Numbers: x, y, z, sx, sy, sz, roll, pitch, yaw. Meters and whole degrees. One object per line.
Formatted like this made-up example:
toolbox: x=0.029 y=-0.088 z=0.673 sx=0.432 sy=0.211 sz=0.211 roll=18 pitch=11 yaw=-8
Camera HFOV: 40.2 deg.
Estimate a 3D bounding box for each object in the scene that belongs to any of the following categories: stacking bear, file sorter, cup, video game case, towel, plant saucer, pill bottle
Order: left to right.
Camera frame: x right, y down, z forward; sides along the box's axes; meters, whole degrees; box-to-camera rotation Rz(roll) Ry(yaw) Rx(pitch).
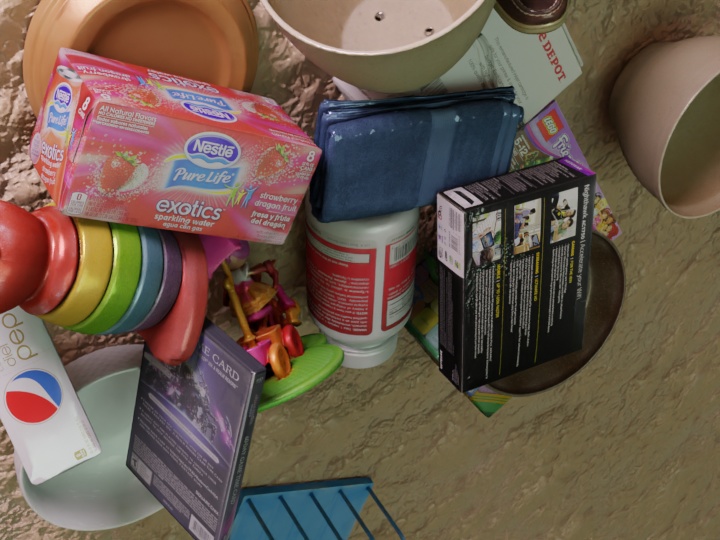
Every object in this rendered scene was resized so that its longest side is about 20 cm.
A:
stacking bear: x=-0.224 y=-0.002 z=0.756 sx=0.200 sy=0.121 sz=0.114 roll=13 pitch=100 yaw=-52
plant saucer: x=-0.171 y=-0.165 z=0.803 sx=0.199 sy=0.037 sz=0.201 roll=-19 pitch=133 yaw=-22
video game case: x=-0.149 y=0.132 z=0.857 sx=0.019 sy=0.143 sz=0.201 roll=-14 pitch=128 yaw=-45
file sorter: x=-0.062 y=0.357 z=1.227 sx=0.199 sy=0.123 sz=0.139 roll=4 pitch=120 yaw=-37
pill bottle: x=0.000 y=0.000 z=0.997 sx=0.112 sy=0.112 sz=0.201 roll=-19 pitch=134 yaw=-23
cup: x=0.022 y=-0.226 z=0.804 sx=0.200 sy=0.201 sz=0.143 roll=-37 pitch=159 yaw=-5
towel: x=0.048 y=-0.104 z=0.880 sx=0.199 sy=0.049 sz=0.112 roll=-11 pitch=131 yaw=-26
plant saucer: x=0.190 y=0.039 z=1.039 sx=0.199 sy=0.037 sz=0.201 roll=-13 pitch=122 yaw=-22

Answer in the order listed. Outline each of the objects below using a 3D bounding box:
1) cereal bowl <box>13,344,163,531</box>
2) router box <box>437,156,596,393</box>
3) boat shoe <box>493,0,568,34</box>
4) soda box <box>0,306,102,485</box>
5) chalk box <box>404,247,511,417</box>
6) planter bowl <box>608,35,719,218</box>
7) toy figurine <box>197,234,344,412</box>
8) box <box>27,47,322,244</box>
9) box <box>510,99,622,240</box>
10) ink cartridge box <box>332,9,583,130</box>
cereal bowl: x=-0.243 y=0.152 z=0.963 sx=0.199 sy=0.083 sz=0.201 roll=-19 pitch=130 yaw=-24
router box: x=0.148 y=0.006 z=0.944 sx=0.148 sy=0.051 sz=0.201 roll=-16 pitch=123 yaw=-22
boat shoe: x=0.131 y=-0.292 z=0.806 sx=0.072 sy=0.201 sz=0.072 roll=-5 pitch=161 yaw=2
soda box: x=-0.286 y=0.071 z=0.817 sx=0.063 sy=0.068 sz=0.201 roll=-25 pitch=103 yaw=-17
chalk box: x=0.119 y=0.052 z=1.118 sx=0.124 sy=0.124 sz=0.200 roll=-42 pitch=136 yaw=0
planter bowl: x=0.367 y=-0.178 z=1.106 sx=0.199 sy=0.135 sz=0.201 roll=-20 pitch=133 yaw=-23
toy figurine: x=-0.110 y=0.016 z=0.914 sx=0.149 sy=0.200 sz=0.185 roll=-18 pitch=100 yaw=14
box: x=-0.144 y=-0.094 z=0.778 sx=0.199 sy=0.100 sz=0.096 roll=7 pitch=118 yaw=-38
box: x=0.197 y=-0.076 z=1.100 sx=0.137 sy=0.039 sz=0.200 roll=-39 pitch=122 yaw=-4
ink cartridge box: x=0.097 y=-0.187 z=0.941 sx=0.200 sy=0.084 sz=0.145 roll=-41 pitch=137 yaw=1
